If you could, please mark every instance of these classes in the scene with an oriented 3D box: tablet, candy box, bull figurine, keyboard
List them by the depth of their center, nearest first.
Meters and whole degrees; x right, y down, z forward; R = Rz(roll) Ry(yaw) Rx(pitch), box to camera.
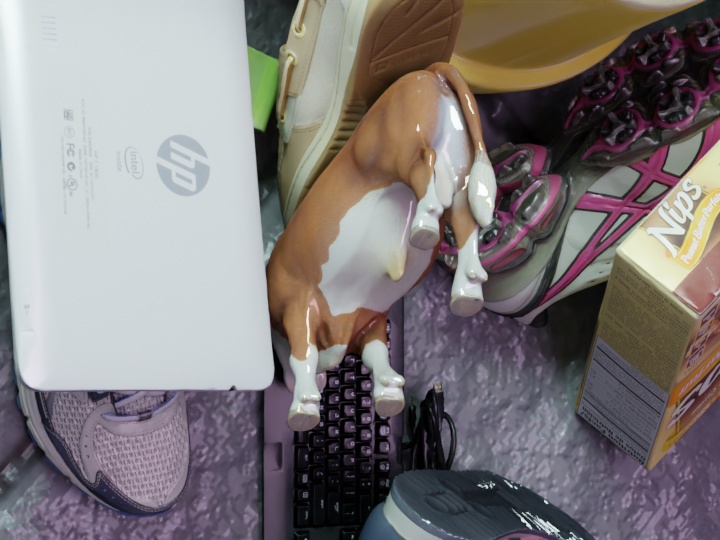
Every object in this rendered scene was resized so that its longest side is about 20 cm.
[{"bbox_3d":[-0.099,-0.046,1.261,0.130,0.014,0.200,2,80,-35],"label":"tablet"},{"bbox_3d":[0.000,0.000,1.294,0.065,0.122,0.200,11,129,-24],"label":"bull figurine"},{"bbox_3d":[0.168,0.009,1.397,0.055,0.200,0.115,40,71,16],"label":"candy box"},{"bbox_3d":[0.005,0.089,1.398,0.104,0.040,0.200,-2,95,-27],"label":"keyboard"}]

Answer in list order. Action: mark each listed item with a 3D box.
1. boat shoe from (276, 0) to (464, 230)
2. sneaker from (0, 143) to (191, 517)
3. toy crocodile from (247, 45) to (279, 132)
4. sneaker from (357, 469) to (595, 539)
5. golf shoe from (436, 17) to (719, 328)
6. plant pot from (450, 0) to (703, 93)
[{"bbox_3d":[-0.004,-0.091,1.325,0.074,0.200,0.069,-15,58,-28],"label":"boat shoe"},{"bbox_3d":[-0.116,0.021,1.302,0.077,0.085,0.200,-21,103,-26],"label":"sneaker"},{"bbox_3d":[-0.119,-0.115,1.305,0.200,0.062,0.068,27,81,-27],"label":"toy crocodile"},{"bbox_3d":[0.050,0.145,1.387,0.082,0.070,0.200,-58,150,11],"label":"sneaker"},{"bbox_3d":[0.132,-0.049,1.407,0.200,0.073,0.092,-34,130,17],"label":"golf shoe"},{"bbox_3d":[0.089,-0.182,1.342,0.201,0.189,0.201,-2,95,-29],"label":"plant pot"}]
